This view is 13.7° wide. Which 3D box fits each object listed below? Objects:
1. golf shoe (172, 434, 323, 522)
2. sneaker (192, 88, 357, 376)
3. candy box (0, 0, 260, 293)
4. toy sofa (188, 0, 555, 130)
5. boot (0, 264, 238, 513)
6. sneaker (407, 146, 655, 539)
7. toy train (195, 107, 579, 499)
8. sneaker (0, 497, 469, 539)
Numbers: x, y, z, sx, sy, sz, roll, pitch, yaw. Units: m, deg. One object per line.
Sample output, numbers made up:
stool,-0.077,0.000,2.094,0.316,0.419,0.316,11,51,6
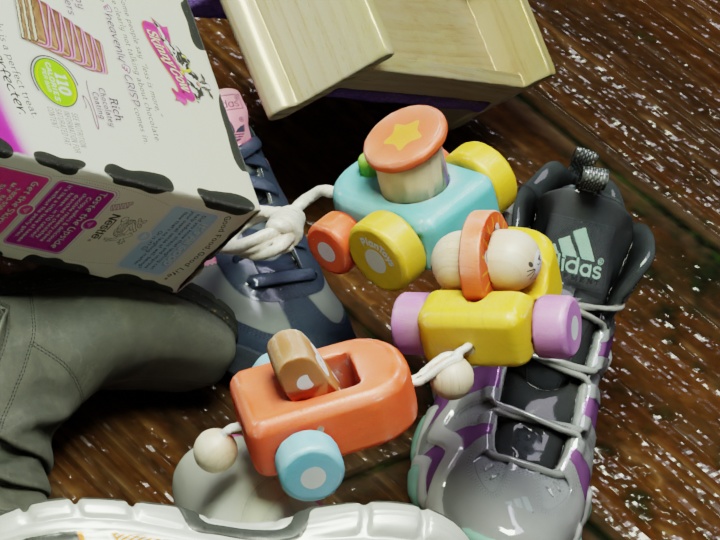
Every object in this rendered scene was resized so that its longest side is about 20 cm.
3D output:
golf shoe,-0.043,0.133,1.082,0.091,0.075,0.200,-5,39,-22
sneaker,-0.062,-0.029,1.284,0.070,0.082,0.200,-11,43,-36
candy box,-0.146,-0.076,1.142,0.200,0.061,0.136,13,46,-40
toy sofa,0.000,-0.108,1.364,0.200,0.098,0.083,-2,67,-65
boot,-0.129,0.062,1.160,0.200,0.068,0.131,10,54,-36
sneaker,0.075,0.022,1.215,0.078,0.140,0.200,15,35,-9
toy train,0.000,0.000,1.141,0.150,0.056,0.200,-14,33,-1
sneaker,-0.056,0.124,1.000,0.200,0.074,0.080,-3,48,-4
